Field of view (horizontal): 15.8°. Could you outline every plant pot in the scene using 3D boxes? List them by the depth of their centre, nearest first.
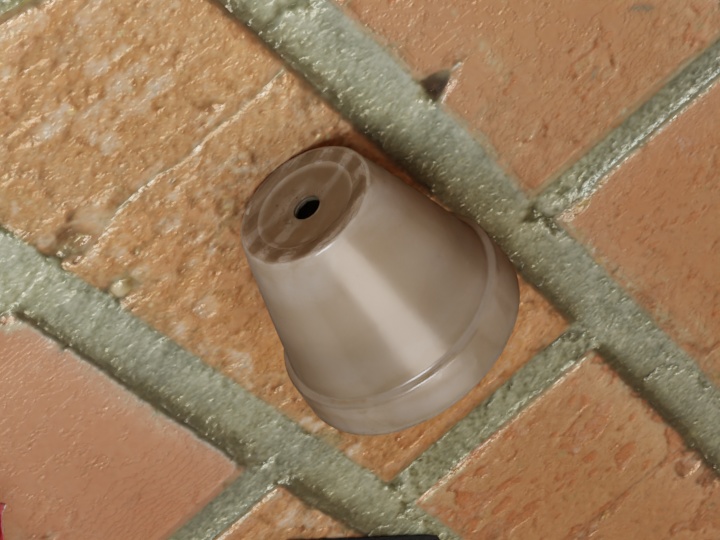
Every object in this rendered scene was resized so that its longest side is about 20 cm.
[{"bbox_3d":[0.000,0.000,2.032,0.200,0.200,0.174,-38,130,1],"label":"plant pot"}]

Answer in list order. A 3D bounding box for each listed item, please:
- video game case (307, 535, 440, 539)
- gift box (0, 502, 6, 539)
[{"bbox_3d":[-0.034,0.329,2.514,0.200,0.026,0.181,4,129,-43],"label":"video game case"},{"bbox_3d":[-0.354,0.276,2.023,0.186,0.185,0.200,9,132,-44],"label":"gift box"}]
